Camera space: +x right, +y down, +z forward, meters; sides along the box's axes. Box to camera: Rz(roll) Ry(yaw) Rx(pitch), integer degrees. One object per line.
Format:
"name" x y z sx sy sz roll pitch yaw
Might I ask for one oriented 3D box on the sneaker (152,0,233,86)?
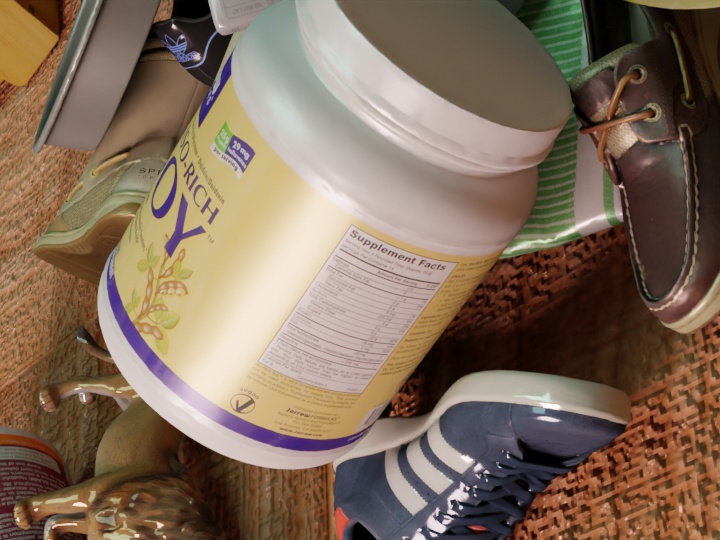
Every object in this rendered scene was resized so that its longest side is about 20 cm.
"sneaker" -0.064 -0.203 1.062 0.070 0.078 0.201 -10 55 43

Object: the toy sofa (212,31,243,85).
"toy sofa" -0.034 -0.113 0.976 0.098 0.082 0.201 -138 70 -74

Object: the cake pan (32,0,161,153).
"cake pan" -0.152 -0.161 1.078 0.200 0.037 0.201 -159 90 -76

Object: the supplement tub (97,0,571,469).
"supplement tub" -0.013 -0.027 0.761 0.200 0.145 0.146 -55 36 30

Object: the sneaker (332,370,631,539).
"sneaker" 0.051 0.102 0.781 0.200 0.075 0.085 -32 48 57

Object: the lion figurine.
"lion figurine" -0.132 0.107 1.040 0.122 0.073 0.201 -11 53 16

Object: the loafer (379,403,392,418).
"loafer" 0.000 0.000 0.916 0.069 0.075 0.201 -5 69 30

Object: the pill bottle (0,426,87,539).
"pill bottle" -0.217 0.200 1.083 0.114 0.114 0.200 -58 35 20

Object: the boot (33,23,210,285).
"boot" -0.149 -0.076 1.159 0.200 0.072 0.156 -26 46 63

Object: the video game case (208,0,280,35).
"video game case" -0.012 -0.241 0.899 0.024 0.181 0.201 20 -125 -89

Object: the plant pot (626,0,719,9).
"plant pot" 0.126 -0.241 0.756 0.201 0.199 0.190 -58 23 20

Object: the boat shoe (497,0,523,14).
"boat shoe" -0.012 -0.104 0.852 0.200 0.071 0.070 -42 47 10

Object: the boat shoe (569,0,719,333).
"boat shoe" 0.120 -0.069 0.749 0.072 0.072 0.201 139 138 -55

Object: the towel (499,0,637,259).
"towel" 0.045 -0.073 0.855 0.199 0.023 0.153 -9 66 30

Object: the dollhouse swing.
"dollhouse swing" -0.355 -0.248 1.466 0.175 0.182 0.201 -28 50 21
